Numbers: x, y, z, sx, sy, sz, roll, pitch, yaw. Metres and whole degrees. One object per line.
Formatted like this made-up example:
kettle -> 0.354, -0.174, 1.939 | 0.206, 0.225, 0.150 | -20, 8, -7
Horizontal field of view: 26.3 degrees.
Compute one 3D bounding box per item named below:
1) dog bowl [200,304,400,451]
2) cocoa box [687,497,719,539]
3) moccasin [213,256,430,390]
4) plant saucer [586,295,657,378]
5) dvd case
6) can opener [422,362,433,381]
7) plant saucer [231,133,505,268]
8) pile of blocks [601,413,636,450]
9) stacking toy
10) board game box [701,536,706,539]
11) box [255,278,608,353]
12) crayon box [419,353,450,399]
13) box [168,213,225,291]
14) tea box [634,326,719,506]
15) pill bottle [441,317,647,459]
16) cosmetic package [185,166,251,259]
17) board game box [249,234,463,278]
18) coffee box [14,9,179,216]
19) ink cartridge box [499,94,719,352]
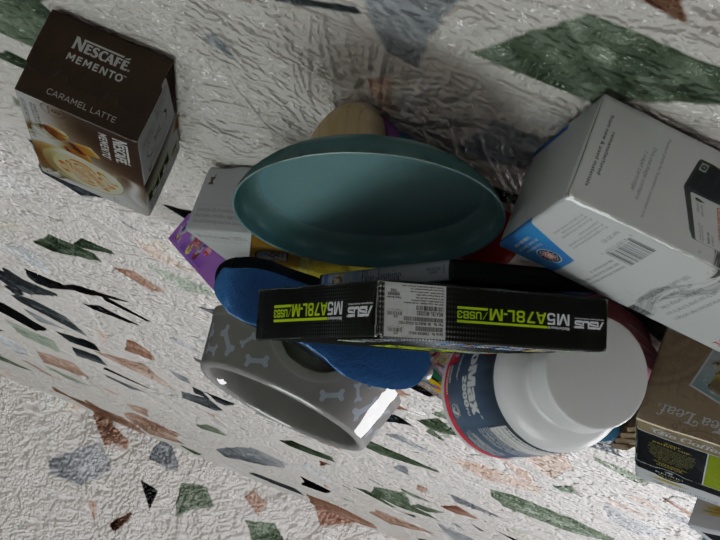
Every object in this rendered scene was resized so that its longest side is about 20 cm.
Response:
dog bowl -> -0.063, 0.106, 1.460 | 0.199, 0.059, 0.200 | 25, 165, 7
cocoa box -> 0.441, 0.220, 1.457 | 0.199, 0.132, 0.133 | 5, 156, 47
moccasin -> -0.029, 0.032, 1.301 | 0.199, 0.081, 0.068 | 30, -170, -19
plant saucer -> 0.190, 0.059, 1.435 | 0.199, 0.051, 0.201 | 22, 164, 7
dvd case -> 0.075, 0.010, 1.202 | 0.142, 0.018, 0.200 | 4, 174, -30
can opener -> 0.016, 0.075, 1.459 | 0.066, 0.053, 0.200 | 2, 178, -26
plant saucer -> 0.006, -0.052, 1.119 | 0.198, 0.028, 0.200 | 3, 158, 1
pile of blocks -> 0.264, 0.134, 1.531 | 0.199, 0.063, 0.082 | 2, -164, 45
stacking toy -> 0.051, -0.058, 1.230 | 0.199, 0.086, 0.085 | 26, 165, -36
board game box -> 0.454, 0.260, 1.559 | 0.199, 0.135, 0.034 | 10, 160, 38
box -> 0.050, 0.037, 1.151 | 0.199, 0.048, 0.193 | 5, 172, -30
crayon box -> 0.079, 0.093, 1.579 | 0.200, 0.058, 0.172 | 31, 174, 43
box -> -0.108, 0.029, 1.614 | 0.137, 0.039, 0.200 | 38, -177, -43
tea box -> 0.342, 0.122, 1.283 | 0.199, 0.134, 0.197 | 18, 164, 15
pill bottle -> 0.154, 0.093, 1.285 | 0.119, 0.120, 0.200 | 26, 164, -12
cosmetic package -> -0.064, -0.020, 1.487 | 0.101, 0.074, 0.200 | 5, 158, 43
board game box -> 0.000, 0.000, 1.358 | 0.198, 0.041, 0.153 | 6, 158, -3
coffee box -> -0.222, -0.131, 1.335 | 0.114, 0.080, 0.200 | 23, 164, 0
ink cartridge box -> 0.218, -0.026, 1.073 | 0.199, 0.084, 0.145 | 25, 163, -7
